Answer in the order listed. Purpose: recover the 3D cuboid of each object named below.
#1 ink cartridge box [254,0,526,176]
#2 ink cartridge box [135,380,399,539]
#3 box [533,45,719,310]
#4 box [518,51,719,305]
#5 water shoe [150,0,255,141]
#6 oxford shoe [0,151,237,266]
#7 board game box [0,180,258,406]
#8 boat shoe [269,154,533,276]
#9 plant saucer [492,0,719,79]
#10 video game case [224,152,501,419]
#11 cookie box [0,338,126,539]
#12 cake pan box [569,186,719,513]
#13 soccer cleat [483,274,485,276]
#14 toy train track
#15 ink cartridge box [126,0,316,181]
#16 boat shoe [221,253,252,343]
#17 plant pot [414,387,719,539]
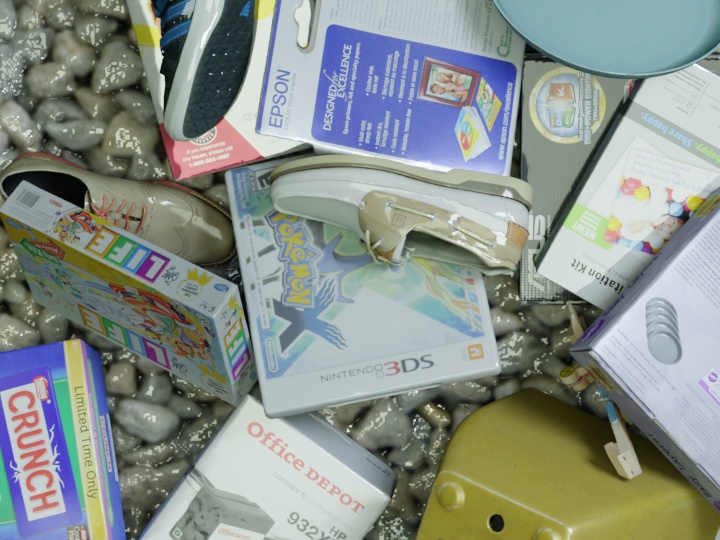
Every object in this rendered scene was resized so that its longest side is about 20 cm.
[{"bbox_3d":[0.027,-0.171,1.626,0.200,0.047,0.198,11,76,-10],"label":"ink cartridge box"},{"bbox_3d":[-0.085,0.209,1.719,0.145,0.084,0.200,36,98,-1],"label":"ink cartridge box"},{"bbox_3d":[0.248,-0.050,1.644,0.156,0.041,0.200,29,99,-2],"label":"box"},{"bbox_3d":[0.204,-0.073,1.684,0.160,0.044,0.200,1,98,2],"label":"box"},{"bbox_3d":[-0.125,-0.198,1.600,0.079,0.071,0.200,20,101,29],"label":"water shoe"},{"bbox_3d":[-0.194,-0.041,1.695,0.200,0.075,0.071,13,98,1],"label":"oxford shoe"},{"bbox_3d":[-0.176,0.018,1.645,0.200,0.135,0.034,25,63,21],"label":"board game box"},{"bbox_3d":[0.026,-0.040,1.591,0.200,0.075,0.069,5,74,10],"label":"boat shoe"},{"bbox_3d":[0.188,-0.217,1.620,0.200,0.027,0.200,5,54,-6],"label":"plant saucer"},{"bbox_3d":[0.000,0.000,1.632,0.182,0.022,0.200,-11,72,3],"label":"video game case"},{"bbox_3d":[-0.300,0.157,1.707,0.200,0.075,0.172,-10,79,4],"label":"cookie box"},{"bbox_3d":[0.284,0.065,1.585,0.200,0.052,0.184,45,77,-8],"label":"cake pan box"},{"bbox_3d":[0.046,0.019,1.687,0.068,0.081,0.200,42,98,-3],"label":"soccer cleat"},{"bbox_3d":[0.178,0.099,1.634,0.032,0.200,0.115,-27,117,9],"label":"toy train track"},{"bbox_3d":[-0.099,-0.185,1.666,0.145,0.083,0.200,-14,97,5],"label":"ink cartridge box"},{"bbox_3d":[-0.047,-0.010,1.694,0.091,0.071,0.200,35,98,0],"label":"boat shoe"},{"bbox_3d":[0.134,0.216,1.615,0.195,0.200,0.195,23,101,27],"label":"plant pot"}]
